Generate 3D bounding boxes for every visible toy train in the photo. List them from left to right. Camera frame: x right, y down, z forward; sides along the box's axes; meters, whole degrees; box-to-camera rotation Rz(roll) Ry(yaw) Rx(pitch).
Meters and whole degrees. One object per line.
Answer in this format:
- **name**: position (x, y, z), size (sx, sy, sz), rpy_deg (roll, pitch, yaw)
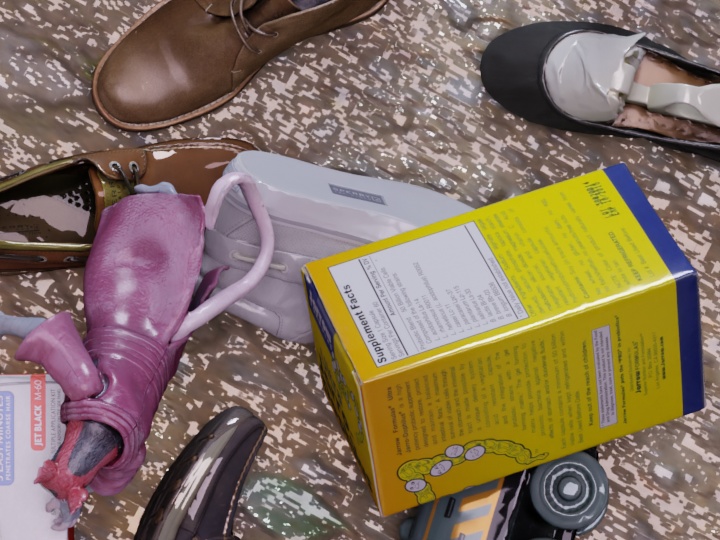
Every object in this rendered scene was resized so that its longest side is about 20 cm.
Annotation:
- **toy train**: position (0.074, 0.170, 1.521), size (0.113, 0.085, 0.201), rpy_deg (16, 83, 7)

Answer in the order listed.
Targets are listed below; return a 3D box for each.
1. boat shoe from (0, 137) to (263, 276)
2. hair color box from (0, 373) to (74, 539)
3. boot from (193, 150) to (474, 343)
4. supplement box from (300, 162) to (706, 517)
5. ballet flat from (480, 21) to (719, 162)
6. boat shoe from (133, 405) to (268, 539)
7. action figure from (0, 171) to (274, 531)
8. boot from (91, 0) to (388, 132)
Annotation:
- **boat shoe**: position (-0.145, -0.035, 1.528), size (0.199, 0.068, 0.072), rpy_deg (-15, 84, -7)
- **hair color box**: position (-0.265, 0.116, 1.507), size (0.198, 0.064, 0.112), rpy_deg (-1, 85, -3)
- **boot**: position (0.000, 0.000, 1.544), size (0.199, 0.074, 0.096), rpy_deg (16, 114, -16)
- **supplement box**: position (0.081, 0.038, 1.477), size (0.199, 0.110, 0.109), rpy_deg (-17, 42, -9)
- **ballet flat**: position (0.171, -0.110, 1.559), size (0.199, 0.068, 0.069), rpy_deg (12, 84, -3)
- **boat shoe**: position (-0.098, 0.175, 1.516), size (0.073, 0.074, 0.201), rpy_deg (27, 92, -11)
- **action figure**: position (-0.124, 0.058, 1.437), size (0.148, 0.134, 0.201), rpy_deg (-10, 40, 22)
- **boot**: position (-0.070, -0.148, 1.543), size (0.199, 0.075, 0.074), rpy_deg (-29, 89, -5)
